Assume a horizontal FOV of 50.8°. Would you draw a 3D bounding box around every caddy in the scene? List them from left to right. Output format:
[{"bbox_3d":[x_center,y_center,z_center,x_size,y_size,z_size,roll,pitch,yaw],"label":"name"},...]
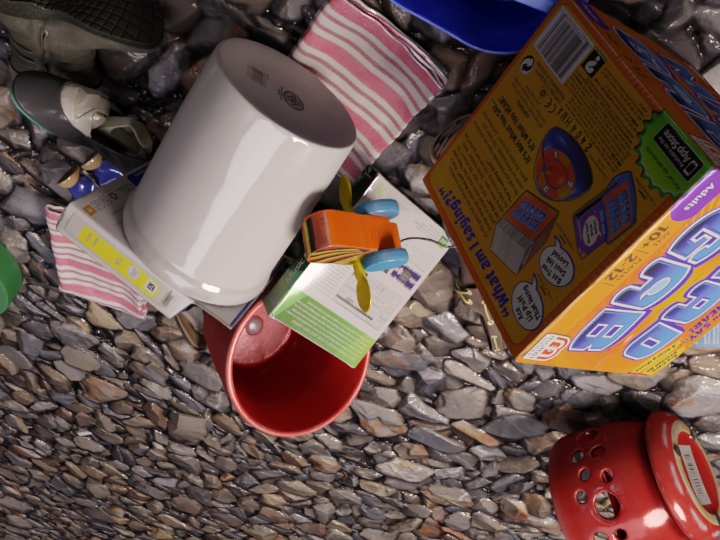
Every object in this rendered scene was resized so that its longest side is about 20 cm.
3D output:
[{"bbox_3d":[0.093,-0.262,0.604,0.197,0.106,0.142,25,140,-8],"label":"caddy"}]

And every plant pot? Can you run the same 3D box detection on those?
[{"bbox_3d":[-0.112,0.089,0.986,0.201,0.201,0.176,48,167,-31],"label":"plant pot"},{"bbox_3d":[0.389,0.306,1.060,0.181,0.203,0.200,-29,122,33],"label":"plant pot"}]

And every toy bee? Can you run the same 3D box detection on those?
[{"bbox_3d":[0.008,-0.019,0.780,0.198,0.134,0.108,24,150,-33],"label":"toy bee"}]

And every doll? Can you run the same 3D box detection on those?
[{"bbox_3d":[-0.305,-0.056,0.997,0.135,0.049,0.201,-32,116,10],"label":"doll"}]

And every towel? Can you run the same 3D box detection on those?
[{"bbox_3d":[-0.386,-0.006,1.116,0.143,0.030,0.202,19,140,1],"label":"towel"},{"bbox_3d":[-0.016,-0.181,0.795,0.145,0.030,0.200,33,138,-15],"label":"towel"}]

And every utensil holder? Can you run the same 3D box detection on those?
[{"bbox_3d":[-0.118,-0.096,0.752,0.168,0.171,0.201,31,120,-16],"label":"utensil holder"}]

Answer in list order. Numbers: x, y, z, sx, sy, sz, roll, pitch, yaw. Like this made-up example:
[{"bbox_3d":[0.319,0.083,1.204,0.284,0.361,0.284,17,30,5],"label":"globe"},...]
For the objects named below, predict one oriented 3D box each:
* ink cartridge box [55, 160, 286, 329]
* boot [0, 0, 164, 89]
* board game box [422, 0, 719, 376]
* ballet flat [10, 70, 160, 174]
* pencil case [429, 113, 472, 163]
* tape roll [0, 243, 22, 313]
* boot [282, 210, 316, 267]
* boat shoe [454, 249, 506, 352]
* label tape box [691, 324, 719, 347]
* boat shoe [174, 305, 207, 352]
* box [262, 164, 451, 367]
[{"bbox_3d":[-0.194,-0.027,0.829,0.199,0.198,0.047,41,114,-5],"label":"ink cartridge box"},{"bbox_3d":[-0.295,-0.246,0.817,0.196,0.069,0.131,15,152,3],"label":"boot"},{"bbox_3d":[0.210,-0.058,0.631,0.197,0.202,0.201,10,133,-37],"label":"board game box"},{"bbox_3d":[-0.294,-0.168,0.854,0.072,0.075,0.200,-5,159,25],"label":"ballet flat"},{"bbox_3d":[0.153,-0.076,0.806,0.201,0.089,0.078,51,173,-36],"label":"pencil case"},{"bbox_3d":[-0.643,-0.009,1.207,0.196,0.049,0.203,11,139,10],"label":"tape roll"},{"bbox_3d":[-0.088,-0.078,0.907,0.195,0.078,0.140,6,133,13],"label":"boot"},{"bbox_3d":[0.151,0.027,0.923,0.059,0.072,0.201,-31,130,6],"label":"boat shoe"},{"bbox_3d":[0.327,0.022,0.865,0.196,0.064,0.146,-2,136,23],"label":"label tape box"},{"bbox_3d":[-0.250,0.038,1.101,0.072,0.061,0.202,8,138,14],"label":"boat shoe"},{"bbox_3d":[0.000,0.000,0.879,0.144,0.036,0.201,35,96,-34],"label":"box"}]
